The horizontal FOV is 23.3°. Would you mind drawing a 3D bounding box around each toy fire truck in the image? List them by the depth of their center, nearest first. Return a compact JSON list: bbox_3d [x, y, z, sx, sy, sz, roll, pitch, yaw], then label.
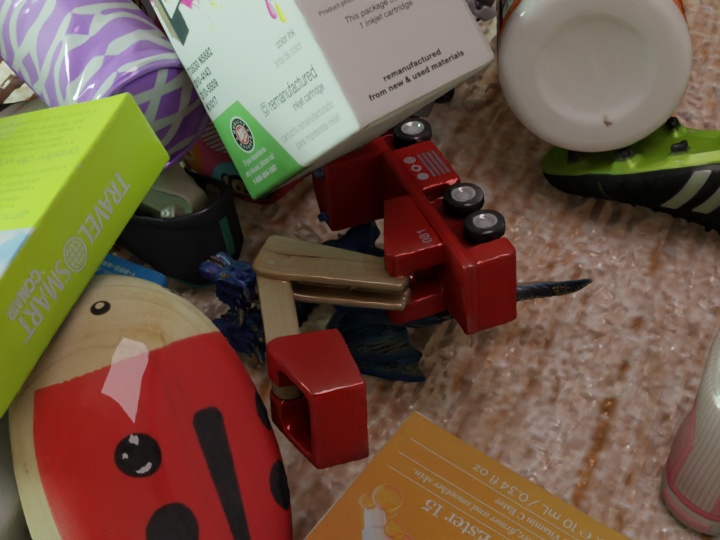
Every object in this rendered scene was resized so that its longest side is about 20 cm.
[{"bbox_3d":[0.000,0.000,0.864,0.141,0.049,0.200,-16,41,-15],"label":"toy fire truck"}]

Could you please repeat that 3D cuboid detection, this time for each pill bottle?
[{"bbox_3d":[0.135,-0.160,1.042,0.109,0.110,0.200,7,30,0],"label":"pill bottle"}]

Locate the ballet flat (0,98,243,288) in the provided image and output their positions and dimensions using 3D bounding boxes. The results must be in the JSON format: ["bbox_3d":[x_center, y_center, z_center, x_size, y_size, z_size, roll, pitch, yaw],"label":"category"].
[{"bbox_3d":[-0.152,-0.060,0.976,0.200,0.073,0.073,27,51,17],"label":"ballet flat"}]

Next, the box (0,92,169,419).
[{"bbox_3d":[-0.180,0.004,0.783,0.122,0.048,0.200,-6,39,34],"label":"box"}]

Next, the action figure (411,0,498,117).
[{"bbox_3d":[0.049,-0.162,0.998,0.069,0.200,0.130,22,46,-4],"label":"action figure"}]

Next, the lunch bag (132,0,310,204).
[{"bbox_3d":[-0.092,-0.151,0.990,0.200,0.176,0.082,38,56,24],"label":"lunch bag"}]

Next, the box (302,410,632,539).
[{"bbox_3d":[0.015,0.181,0.765,0.124,0.098,0.200,29,53,18],"label":"box"}]

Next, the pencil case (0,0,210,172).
[{"bbox_3d":[-0.162,-0.126,0.938,0.085,0.084,0.200,-42,53,-7],"label":"pencil case"}]

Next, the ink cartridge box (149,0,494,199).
[{"bbox_3d":[-0.042,-0.152,0.826,0.084,0.145,0.200,-28,91,-25],"label":"ink cartridge box"}]

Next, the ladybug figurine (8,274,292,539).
[{"bbox_3d":[-0.085,0.094,0.791,0.136,0.072,0.201,-20,92,-48],"label":"ladybug figurine"}]

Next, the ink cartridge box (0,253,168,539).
[{"bbox_3d":[-0.200,0.072,0.845,0.146,0.084,0.200,20,49,10],"label":"ink cartridge box"}]

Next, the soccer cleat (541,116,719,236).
[{"bbox_3d":[0.204,-0.048,1.010,0.199,0.081,0.068,0,32,21],"label":"soccer cleat"}]

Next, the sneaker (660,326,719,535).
[{"bbox_3d":[0.236,0.047,0.904,0.075,0.105,0.200,36,54,25],"label":"sneaker"}]

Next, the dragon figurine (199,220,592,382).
[{"bbox_3d":[0.016,0.020,0.931,0.199,0.059,0.100,16,49,8],"label":"dragon figurine"}]
